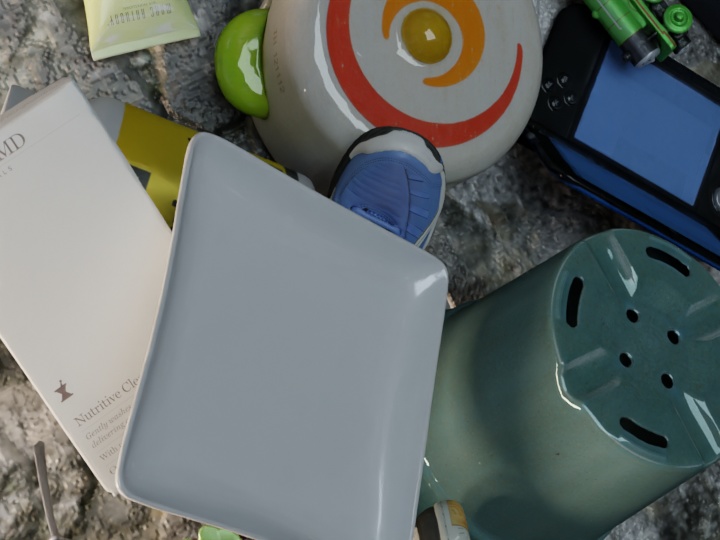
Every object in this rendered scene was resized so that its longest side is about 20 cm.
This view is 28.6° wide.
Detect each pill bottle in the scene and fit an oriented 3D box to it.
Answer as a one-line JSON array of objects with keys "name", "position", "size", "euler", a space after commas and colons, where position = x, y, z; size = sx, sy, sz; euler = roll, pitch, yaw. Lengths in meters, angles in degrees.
[{"name": "pill bottle", "position": [-0.136, -0.041, 0.880], "size": [0.198, 0.111, 0.113], "euler": [20, 77, -16]}]

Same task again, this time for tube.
[{"name": "tube", "position": [-0.166, -0.245, 0.931], "size": [0.057, 0.052, 0.203], "euler": [-13, 93, 19]}]

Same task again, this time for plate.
[{"name": "plate", "position": [-0.040, 0.054, 0.772], "size": [0.198, 0.032, 0.203], "euler": [27, 62, -35]}]

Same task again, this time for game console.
[{"name": "game console", "position": [0.221, -0.089, 1.013], "size": [0.198, 0.118, 0.173], "euler": [27, 75, -15]}]

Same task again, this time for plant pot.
[{"name": "plant pot", "position": [0.128, 0.081, 0.887], "size": [0.198, 0.196, 0.203], "euler": [12, 62, -22]}]

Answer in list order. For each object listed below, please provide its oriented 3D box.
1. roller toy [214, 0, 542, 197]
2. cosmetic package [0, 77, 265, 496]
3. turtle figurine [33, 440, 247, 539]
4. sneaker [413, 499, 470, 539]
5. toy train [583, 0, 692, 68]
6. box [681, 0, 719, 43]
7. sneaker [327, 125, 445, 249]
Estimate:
[{"name": "roller toy", "position": [0.024, -0.141, 0.936], "size": [0.200, 0.140, 0.183], "euler": [-44, 99, -20]}, {"name": "cosmetic package", "position": [-0.153, 0.005, 0.783], "size": [0.112, 0.081, 0.201], "euler": [-36, 108, -9]}, {"name": "turtle figurine", "position": [-0.122, 0.149, 0.817], "size": [0.142, 0.194, 0.203], "euler": [-2, 91, -8]}, {"name": "sneaker", "position": [0.021, 0.220, 0.871], "size": [0.086, 0.202, 0.076], "euler": [2, 41, -9]}, {"name": "toy train", "position": [0.168, -0.232, 1.038], "size": [0.056, 0.042, 0.201], "euler": [-35, 84, -12]}, {"name": "box", "position": [0.361, -0.272, 1.044], "size": [0.124, 0.200, 0.197], "euler": [43, 71, -8]}, {"name": "sneaker", "position": [0.000, 0.000, 0.877], "size": [0.075, 0.201, 0.078], "euler": [18, 39, -6]}]
